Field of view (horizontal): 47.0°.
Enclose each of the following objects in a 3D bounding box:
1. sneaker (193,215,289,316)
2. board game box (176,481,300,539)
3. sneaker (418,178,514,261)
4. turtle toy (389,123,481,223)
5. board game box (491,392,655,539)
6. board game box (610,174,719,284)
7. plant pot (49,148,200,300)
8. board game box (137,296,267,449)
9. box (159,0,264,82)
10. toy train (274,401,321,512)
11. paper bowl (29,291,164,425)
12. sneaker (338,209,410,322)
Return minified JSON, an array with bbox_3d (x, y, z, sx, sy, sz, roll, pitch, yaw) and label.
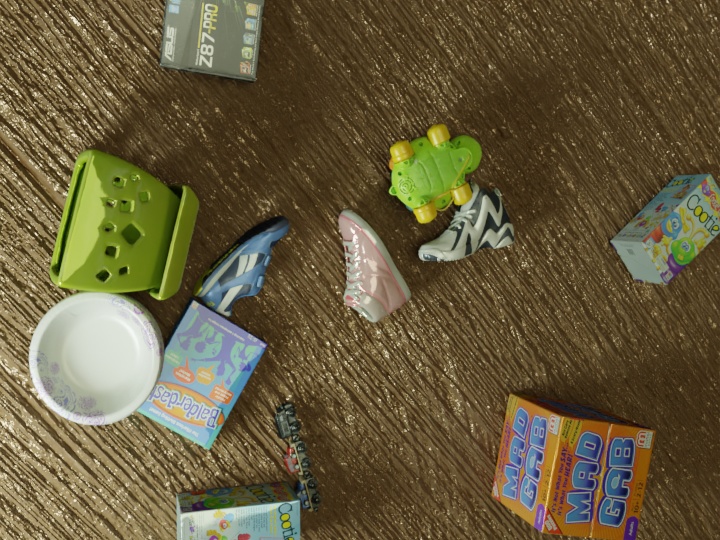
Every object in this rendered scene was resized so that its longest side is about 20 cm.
[{"bbox_3d":[-0.187,-0.009,1.387,0.200,0.074,0.082,-44,106,-3],"label":"sneaker"},{"bbox_3d":[-0.206,0.430,1.392,0.195,0.103,0.108,-1,94,-17],"label":"board game box"},{"bbox_3d":[0.184,-0.094,1.494,0.195,0.079,0.133,-14,96,-16],"label":"sneaker"},{"bbox_3d":[0.133,-0.178,1.459,0.197,0.101,0.148,-26,99,-15],"label":"turtle toy"},{"bbox_3d":[0.386,0.358,1.526,0.195,0.200,0.205,10,90,-18],"label":"board game box"},{"bbox_3d":[0.606,-0.081,1.608,0.199,0.105,0.104,-42,104,-10],"label":"board game box"},{"bbox_3d":[-0.359,-0.062,1.267,0.178,0.198,0.205,13,89,-24],"label":"plant pot"},{"bbox_3d":[-0.268,0.172,1.385,0.150,0.045,0.203,31,85,-17],"label":"board game box"},{"bbox_3d":[-0.237,-0.420,1.342,0.157,0.049,0.205,6,100,-17],"label":"box"},{"bbox_3d":[-0.112,0.332,1.452,0.045,0.034,0.205,-17,98,-12],"label":"toy train"},{"bbox_3d":[-0.407,0.131,1.298,0.195,0.104,0.206,0,92,-8],"label":"paper bowl"},{"bbox_3d":[0.000,0.000,1.442,0.104,0.075,0.202,-38,108,-17],"label":"sneaker"}]
